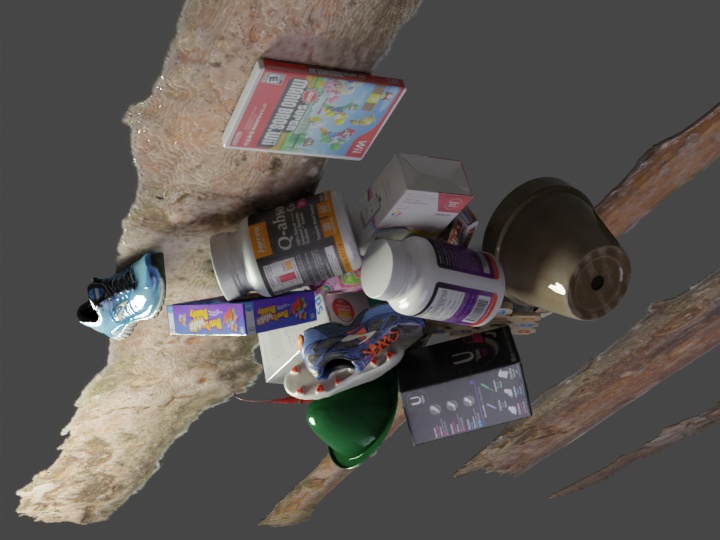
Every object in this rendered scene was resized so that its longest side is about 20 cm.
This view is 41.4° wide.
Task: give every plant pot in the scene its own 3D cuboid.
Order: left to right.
[{"bbox_3d":[0.304,-0.014,1.421,0.196,0.174,0.204,-11,118,-21],"label":"plant pot"}]

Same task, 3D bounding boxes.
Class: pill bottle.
[{"bbox_3d":[-0.104,-0.031,1.332,0.196,0.118,0.117,-17,152,2],"label":"pill bottle"},{"bbox_3d":[0.102,0.013,1.370,0.197,0.113,0.111,11,142,-33],"label":"pill bottle"}]

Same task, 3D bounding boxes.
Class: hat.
[{"bbox_3d":[-0.065,0.208,1.504,0.175,0.166,0.201,31,107,-29],"label":"hat"}]

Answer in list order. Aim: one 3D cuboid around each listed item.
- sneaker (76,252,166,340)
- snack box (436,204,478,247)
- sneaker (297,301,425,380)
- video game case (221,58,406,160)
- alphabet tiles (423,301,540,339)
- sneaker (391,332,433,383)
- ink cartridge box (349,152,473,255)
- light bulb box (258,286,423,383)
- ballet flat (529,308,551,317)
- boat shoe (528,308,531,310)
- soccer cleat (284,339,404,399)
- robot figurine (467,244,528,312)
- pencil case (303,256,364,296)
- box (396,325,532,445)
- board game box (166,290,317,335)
[{"bbox_3d":[-0.347,0.038,1.376,0.089,0.080,0.199,14,140,-37],"label":"sneaker"},{"bbox_3d":[0.131,-0.043,1.473,0.024,0.072,0.201,-25,156,-23],"label":"snack box"},{"bbox_3d":[0.006,0.111,1.418,0.196,0.080,0.076,-20,148,8],"label":"sneaker"},{"bbox_3d":[-0.058,-0.193,1.175,0.196,0.018,0.143,1,147,-29],"label":"video game case"},{"bbox_3d":[0.194,0.084,1.561,0.191,0.015,0.200,0,162,5],"label":"alphabet tiles"},{"bbox_3d":[0.083,0.118,1.644,0.077,0.203,0.078,12,147,18],"label":"sneaker"},{"bbox_3d":[0.059,-0.078,1.381,0.114,0.069,0.200,3,147,-30],"label":"ink cartridge box"},{"bbox_3d":[-0.038,0.094,1.575,0.195,0.127,0.200,9,142,-37],"label":"light bulb box"},{"bbox_3d":[0.352,0.039,1.736,0.199,0.073,0.071,-33,147,27],"label":"ballet flat"},{"bbox_3d":[0.258,0.065,1.718,0.200,0.074,0.063,-39,163,26],"label":"boat shoe"},{"bbox_3d":[-0.023,0.158,1.499,0.196,0.071,0.078,-20,157,6],"label":"soccer cleat"},{"bbox_3d":[0.214,0.026,1.595,0.167,0.116,0.199,0,165,37],"label":"robot figurine"},{"bbox_3d":[0.000,0.000,1.466,0.197,0.089,0.087,4,146,-38],"label":"pencil case"},{"bbox_3d":[0.163,0.183,1.528,0.196,0.123,0.108,-15,114,4],"label":"box"},{"bbox_3d":[-0.178,0.063,1.411,0.133,0.046,0.198,-9,-176,-43],"label":"board game box"}]
